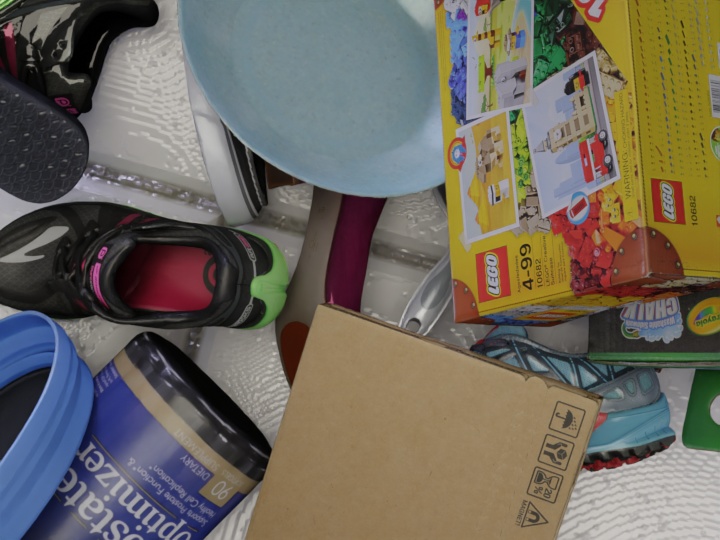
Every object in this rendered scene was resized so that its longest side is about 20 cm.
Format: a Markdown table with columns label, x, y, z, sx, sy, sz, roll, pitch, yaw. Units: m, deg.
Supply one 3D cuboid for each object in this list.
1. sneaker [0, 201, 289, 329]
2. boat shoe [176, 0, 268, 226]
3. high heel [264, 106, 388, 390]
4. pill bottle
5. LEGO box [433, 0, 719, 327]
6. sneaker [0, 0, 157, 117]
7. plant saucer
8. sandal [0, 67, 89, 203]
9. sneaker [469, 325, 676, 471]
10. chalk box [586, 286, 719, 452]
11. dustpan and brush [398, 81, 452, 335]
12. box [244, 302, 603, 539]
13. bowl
| label | x | y | z | sx | sy | sz | roll | pitch | yaw |
| --- | --- | --- | --- | --- | --- | --- | --- | --- | --- |
| sneaker | -0.142 | -0.005 | 0.841 | 0.199 | 0.084 | 0.077 | 1 | 87 | 21 |
| boat shoe | -0.069 | -0.128 | 0.870 | 0.066 | 0.070 | 0.201 | -10 | 78 | 4 |
| high heel | 0.000 | 0.000 | 0.864 | 0.096 | 0.067 | 0.201 | -11 | 104 | -33 |
| pill bottle | -0.154 | 0.141 | 0.828 | 0.112 | 0.112 | 0.200 | 44 | 89 | 5 |
| LEGO box | 0.116 | -0.080 | 0.757 | 0.077 | 0.149 | 0.201 | 4 | 77 | -34 |
| sneaker | -0.204 | -0.117 | 0.861 | 0.200 | 0.077 | 0.084 | -43 | 82 | 1 |
| plant saucer | -0.011 | -0.126 | 0.829 | 0.200 | 0.039 | 0.202 | 8 | 66 | -19 |
| sandal | -0.240 | -0.112 | 0.805 | 0.076 | 0.043 | 0.200 | -43 | 113 | 8 |
| sneaker | 0.078 | 0.076 | 0.848 | 0.199 | 0.079 | 0.096 | -6 | 74 | -5 |
| chalk box | 0.209 | -0.001 | 0.791 | 0.124 | 0.125 | 0.201 | 3 | 87 | -34 |
| dustpan and brush | 0.079 | -0.040 | 0.853 | 0.139 | 0.057 | 0.200 | 32 | 88 | 6 |
| box | 0.023 | 0.136 | 0.787 | 0.163 | 0.021 | 0.200 | 19 | 97 | 11 |
| bowl | -0.227 | 0.112 | 0.802 | 0.201 | 0.201 | 0.039 | -44 | 117 | -1 |
